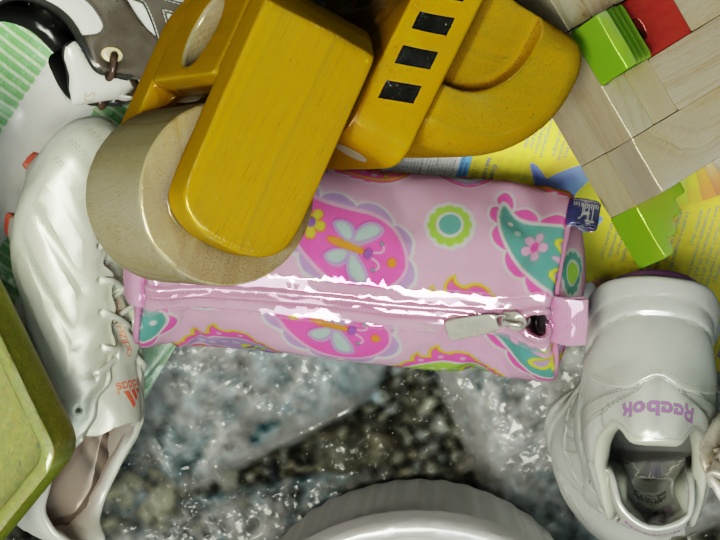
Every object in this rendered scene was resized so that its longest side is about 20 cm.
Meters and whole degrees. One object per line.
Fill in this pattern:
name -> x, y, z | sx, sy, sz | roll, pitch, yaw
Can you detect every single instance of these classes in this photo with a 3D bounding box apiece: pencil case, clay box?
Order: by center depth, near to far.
pencil case -> 0.000, 0.000, 1.039 | 0.199, 0.087, 0.088 | 6, 110, 5
clay box -> 0.104, -0.029, 1.091 | 0.199, 0.048, 0.115 | 15, 110, -3

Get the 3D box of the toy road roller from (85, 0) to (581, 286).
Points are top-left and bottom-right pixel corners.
toy road roller -> -0.004, -0.070, 0.963 | 0.146, 0.123, 0.201 | 29, 81, -20

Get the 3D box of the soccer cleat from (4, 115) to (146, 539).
soccer cleat -> -0.121, 0.031, 1.077 | 0.069, 0.077, 0.201 | -9, 121, -40

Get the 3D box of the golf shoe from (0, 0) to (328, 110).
golf shoe -> -0.083, -0.096, 1.044 | 0.199, 0.078, 0.095 | 28, 70, 0

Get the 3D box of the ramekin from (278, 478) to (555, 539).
ramekin -> 0.027, 0.191, 1.148 | 0.201, 0.094, 0.203 | 1, 110, 2

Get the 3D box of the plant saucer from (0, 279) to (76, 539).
plant saucer -> -0.204, 0.062, 1.073 | 0.200, 0.048, 0.200 | -49, 57, 32

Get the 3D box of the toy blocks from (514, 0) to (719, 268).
toy blocks -> 0.130, -0.123, 1.027 | 0.136, 0.100, 0.201 | -30, 90, -23

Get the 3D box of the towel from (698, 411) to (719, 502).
towel -> 0.214, 0.092, 1.048 | 0.034, 0.200, 0.133 | -26, 94, 36

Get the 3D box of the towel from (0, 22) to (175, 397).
towel -> -0.148, -0.045, 1.108 | 0.200, 0.023, 0.153 | 33, 107, -9

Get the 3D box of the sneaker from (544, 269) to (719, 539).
sneaker -> 0.118, 0.086, 1.073 | 0.074, 0.100, 0.200 | 1, 147, 4
